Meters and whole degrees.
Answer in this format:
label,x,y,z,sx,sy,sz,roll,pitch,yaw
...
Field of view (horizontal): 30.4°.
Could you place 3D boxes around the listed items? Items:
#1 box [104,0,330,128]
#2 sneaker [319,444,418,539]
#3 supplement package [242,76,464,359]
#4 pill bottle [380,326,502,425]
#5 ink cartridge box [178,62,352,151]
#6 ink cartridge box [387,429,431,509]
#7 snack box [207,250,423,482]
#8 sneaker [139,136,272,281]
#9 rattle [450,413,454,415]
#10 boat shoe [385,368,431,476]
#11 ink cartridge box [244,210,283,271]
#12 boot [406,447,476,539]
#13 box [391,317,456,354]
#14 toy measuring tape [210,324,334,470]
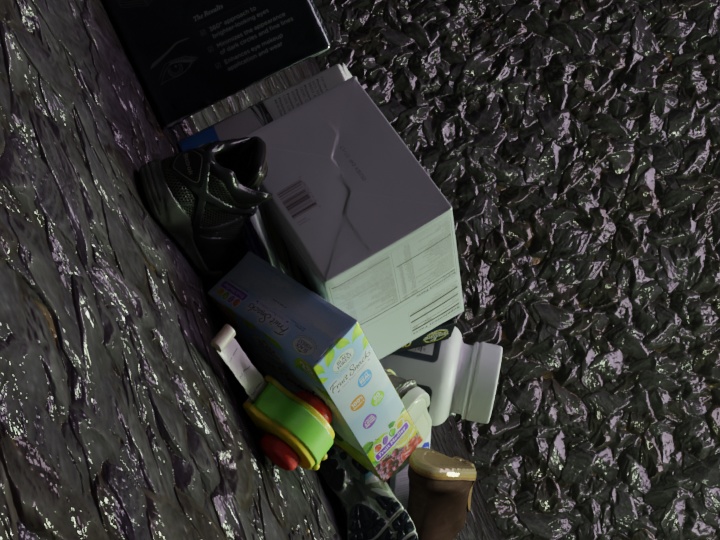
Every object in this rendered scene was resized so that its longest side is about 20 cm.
label,x,y,z,sx,sy,sz,roll,pitch,yaw
box,-0.157,-0.289,1.398,0.118,0.194,0.202,-94,159,-75
sneaker,0.015,0.263,1.462,0.086,0.077,0.203,57,11,-76
supplement package,-0.007,-0.041,1.344,0.192,0.146,0.201,56,-10,30
pill bottle,0.059,0.114,1.531,0.120,0.197,0.122,11,90,-85
ink cartridge box,-0.085,-0.141,1.476,0.146,0.198,0.085,9,57,-83
ink cartridge box,0.049,0.271,1.595,0.094,0.037,0.204,5,86,-63
snack box,-0.042,0.094,1.291,0.168,0.068,0.201,31,-23,42
sneaker,-0.123,-0.058,1.258,0.200,0.113,0.077,61,10,-60
rattle,0.068,0.189,1.731,0.130,0.197,0.145,-35,129,-54
boat shoe,0.036,0.166,1.454,0.060,0.072,0.202,36,-21,18
ink cartridge box,-0.095,0.023,1.519,0.200,0.043,0.201,-10,78,-86
boot,0.076,0.292,1.501,0.169,0.071,0.200,-69,160,-3
box,0.000,0.000,1.488,0.049,0.159,0.202,105,-31,-62
toy measuring tape,-0.070,0.124,1.196,0.201,0.073,0.074,64,6,-45
